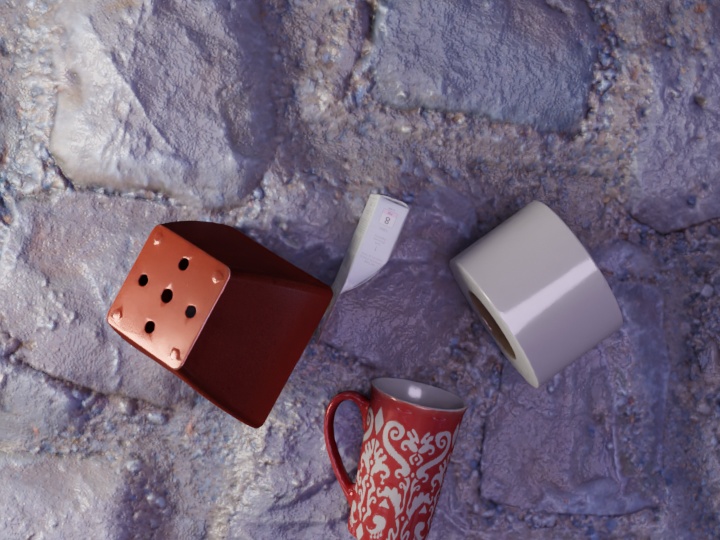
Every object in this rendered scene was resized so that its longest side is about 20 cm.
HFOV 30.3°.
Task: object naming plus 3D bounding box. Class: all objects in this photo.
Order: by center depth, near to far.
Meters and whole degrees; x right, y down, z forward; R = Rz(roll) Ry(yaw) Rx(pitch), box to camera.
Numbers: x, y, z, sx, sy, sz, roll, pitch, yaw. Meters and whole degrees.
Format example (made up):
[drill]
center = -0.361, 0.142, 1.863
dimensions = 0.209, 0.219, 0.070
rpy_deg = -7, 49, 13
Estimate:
[plant pot]
center = -0.189, 0.050, 1.628
dimensions = 0.199, 0.176, 0.202
rpy_deg = 30, 91, 29
[ink cartridge box]
center = 0.000, 0.000, 1.702
dimensions = 0.056, 0.163, 0.202
rpy_deg = 19, 93, -5
[tape roll]
center = 0.225, 0.031, 1.718
dimensions = 0.138, 0.203, 0.204
rpy_deg = -35, 99, -4
[mug]
center = 0.042, 0.253, 1.771
dimensions = 0.132, 0.176, 0.203
rpy_deg = 4, 101, -45
